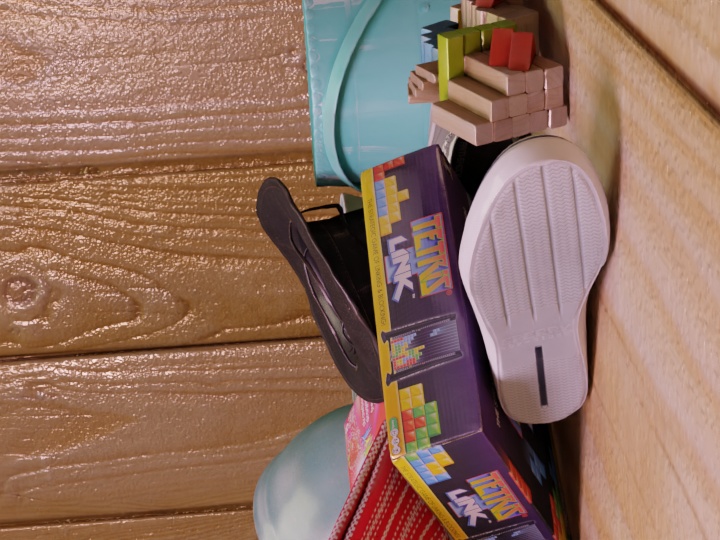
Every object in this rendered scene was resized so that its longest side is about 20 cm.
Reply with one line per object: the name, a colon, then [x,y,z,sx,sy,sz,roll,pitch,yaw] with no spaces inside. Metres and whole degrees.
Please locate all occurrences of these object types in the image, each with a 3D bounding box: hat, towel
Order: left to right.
hat: [0.000,0.000,1.181,0.202,0.080,0.201,58,170,16]
towel: [0.022,0.197,0.922,0.145,0.022,0.201,-64,-32,-36]

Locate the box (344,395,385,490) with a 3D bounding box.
box: [0.052,0.165,1.201,0.201,0.099,0.096,-97,24,-46]

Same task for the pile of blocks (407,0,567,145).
pile of blocks: [0.064,-0.135,0.938,0.200,0.081,0.063,-98,5,-66]

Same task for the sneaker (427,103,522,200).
sneaker: [0.067,-0.038,1.068,0.082,0.074,0.202,-95,3,-58]

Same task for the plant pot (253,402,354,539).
plant pot: [0.025,0.188,1.395,0.135,0.198,0.202,-56,28,38]

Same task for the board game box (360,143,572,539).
board game box: [0.062,0.056,0.952,0.166,0.056,0.202,56,-158,-48]

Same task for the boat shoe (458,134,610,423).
boat shoe: [0.081,-0.004,0.827,0.201,0.073,0.067,88,174,-49]

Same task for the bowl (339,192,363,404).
bowl: [0.038,0.028,1.497,0.201,0.104,0.204,176,90,-87]

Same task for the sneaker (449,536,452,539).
sneaker: [0.042,0.245,1.072,0.105,0.075,0.201,-32,87,46]

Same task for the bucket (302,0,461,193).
bucket: [0.027,-0.151,1.159,0.207,0.133,0.210,175,90,-88]
